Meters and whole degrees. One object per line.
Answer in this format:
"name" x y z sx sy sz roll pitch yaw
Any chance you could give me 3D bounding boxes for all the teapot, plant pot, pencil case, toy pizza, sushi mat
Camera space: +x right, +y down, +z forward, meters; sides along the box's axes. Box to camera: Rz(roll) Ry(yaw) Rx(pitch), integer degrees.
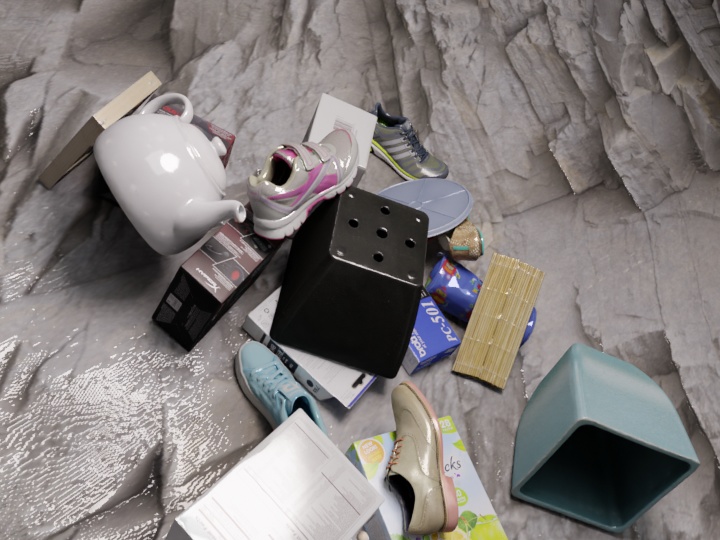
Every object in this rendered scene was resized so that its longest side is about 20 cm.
"teapot" -0.244 -0.132 1.029 0.145 0.197 0.202 -32 100 -2
"plant pot" 0.000 0.000 1.118 0.196 0.178 0.202 18 49 -9
"pencil case" 0.196 0.050 1.301 0.198 0.079 0.087 30 35 -3
"toy pizza" 0.096 -0.098 1.339 0.196 0.032 0.202 -10 32 6
"sushi mat" 0.221 0.080 1.251 0.094 0.012 0.204 21 86 -6
"plant pot" 0.348 0.230 1.175 0.192 0.198 0.202 21 39 -11

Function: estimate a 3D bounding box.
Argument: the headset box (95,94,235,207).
"headset box" -0.293 -0.170 1.210 0.147 0.075 0.202 27 48 -5

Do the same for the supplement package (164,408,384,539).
"supplement package" -0.106 0.302 0.906 0.151 0.153 0.199 44 49 11

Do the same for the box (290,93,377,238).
"box" -0.059 -0.152 1.240 0.096 0.201 0.126 20 49 -11

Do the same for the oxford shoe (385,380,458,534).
"oxford shoe" 0.066 0.237 1.010 0.072 0.071 0.203 -2 55 -23

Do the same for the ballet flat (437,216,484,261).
"ballet flat" 0.163 -0.062 1.335 0.064 0.072 0.200 -3 10 0

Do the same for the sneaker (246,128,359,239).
"sneaker" -0.075 -0.134 1.050 0.080 0.089 0.200 21 55 34

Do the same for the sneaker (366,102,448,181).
"sneaker" 0.081 -0.233 1.453 0.198 0.081 0.074 31 48 -2

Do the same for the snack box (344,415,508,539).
"snack box" 0.085 0.314 1.052 0.166 0.068 0.202 -9 58 -31

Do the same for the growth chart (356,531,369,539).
"growth chart" -0.045 0.390 0.886 0.018 0.147 0.199 28 48 27

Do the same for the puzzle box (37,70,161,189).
"puzzle box" -0.375 -0.199 1.123 0.025 0.198 0.134 48 46 -16

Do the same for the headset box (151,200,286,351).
"headset box" -0.186 -0.004 1.097 0.075 0.149 0.201 40 47 -2

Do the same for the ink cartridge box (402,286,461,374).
"ink cartridge box" 0.067 0.058 1.251 0.093 0.044 0.202 -19 66 -34

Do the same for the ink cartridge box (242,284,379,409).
"ink cartridge box" -0.069 0.113 1.146 0.199 0.039 0.099 42 48 9

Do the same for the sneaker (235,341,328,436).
"sneaker" -0.098 0.168 1.059 0.073 0.082 0.201 -23 68 -38
